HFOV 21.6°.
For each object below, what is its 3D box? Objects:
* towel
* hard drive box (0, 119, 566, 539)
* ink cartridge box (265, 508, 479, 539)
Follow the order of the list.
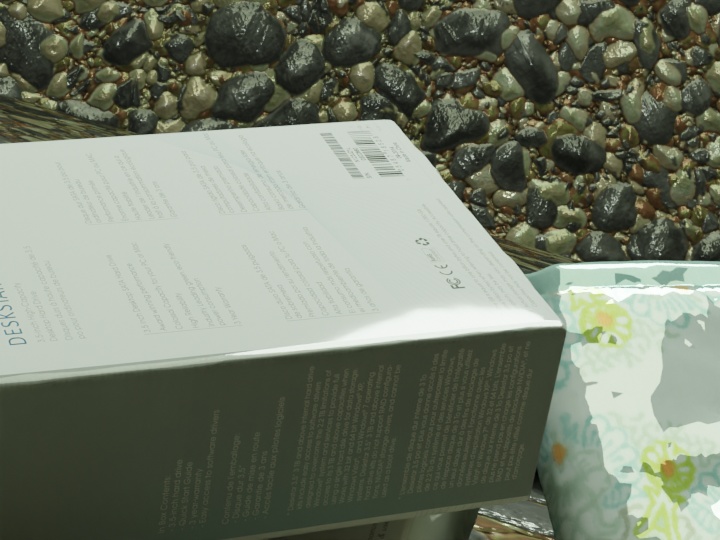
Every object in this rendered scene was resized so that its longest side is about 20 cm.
[{"bbox_3d":[0.166,0.072,0.752,0.200,0.048,0.171,-1,50,-13],"label":"towel"},{"bbox_3d":[-0.055,0.018,0.657,0.200,0.077,0.156,-4,32,-22],"label":"hard drive box"},{"bbox_3d":[-0.055,0.062,0.762,0.200,0.067,0.116,19,7,17],"label":"ink cartridge box"}]
